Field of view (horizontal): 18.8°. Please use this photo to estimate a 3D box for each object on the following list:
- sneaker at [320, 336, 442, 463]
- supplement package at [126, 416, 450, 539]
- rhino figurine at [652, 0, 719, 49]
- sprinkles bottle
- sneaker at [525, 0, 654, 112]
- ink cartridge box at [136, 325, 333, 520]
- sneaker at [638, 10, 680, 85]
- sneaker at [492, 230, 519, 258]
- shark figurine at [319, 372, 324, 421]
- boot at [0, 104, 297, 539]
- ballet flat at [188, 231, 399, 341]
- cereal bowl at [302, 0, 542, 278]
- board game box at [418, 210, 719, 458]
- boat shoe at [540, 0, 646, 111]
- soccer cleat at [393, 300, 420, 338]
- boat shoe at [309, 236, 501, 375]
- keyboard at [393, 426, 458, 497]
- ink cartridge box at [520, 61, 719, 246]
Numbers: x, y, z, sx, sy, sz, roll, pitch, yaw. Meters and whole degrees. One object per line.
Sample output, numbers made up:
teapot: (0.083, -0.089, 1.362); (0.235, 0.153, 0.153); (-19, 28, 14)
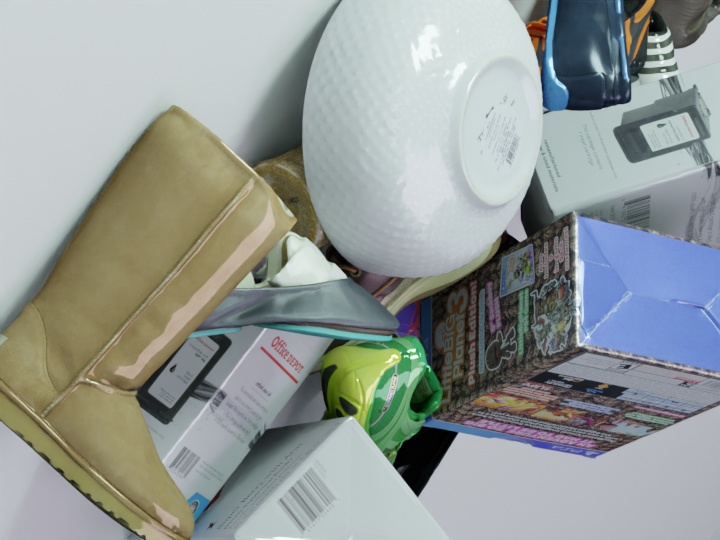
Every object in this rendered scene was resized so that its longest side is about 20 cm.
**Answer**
sneaker: (0.018, 0.104, 1.525); (0.083, 0.074, 0.200); (-18, 159, -9)
supplement package: (-0.053, 0.188, 1.498); (0.121, 0.120, 0.200); (-44, -167, -25)
rhino figurine: (0.255, -0.248, 1.700); (0.087, 0.060, 0.200); (-44, 155, -21)
sprinkles bottle: (0.007, -0.069, 1.427); (0.200, 0.068, 0.069); (-30, 149, -47)
sneaker: (0.140, -0.178, 1.562); (0.199, 0.077, 0.113); (-13, 119, -50)
ink cartridge box: (-0.098, 0.071, 1.417); (0.200, 0.068, 0.116); (-52, 160, -6)
sneaker: (0.211, -0.147, 1.738); (0.200, 0.075, 0.116); (153, -64, -74)
sneaker: (0.069, -0.040, 1.606); (0.080, 0.075, 0.201); (-32, 138, -14)
shark figurine: (-0.023, 0.127, 1.664); (0.127, 0.090, 0.216); (7, 113, -29)
boot: (-0.105, 0.038, 1.235); (0.200, 0.175, 0.066); (-49, -163, -7)
ballet flat: (-0.065, 0.010, 1.312); (0.199, 0.073, 0.073); (0, 130, -25)
cereal bowl: (0.055, -0.092, 1.362); (0.199, 0.083, 0.202); (-12, 106, -52)
board game box: (0.158, 0.050, 1.532); (0.158, 0.098, 0.200); (13, 155, -28)
boat shoe: (0.162, -0.185, 1.471); (0.084, 0.068, 0.201); (90, 8, -63)
soccer cleat: (0.044, 0.050, 1.682); (0.068, 0.073, 0.200); (-50, 159, -10)
boat shoe: (0.000, 0.000, 1.509); (0.199, 0.072, 0.072); (-31, 123, -1)
keyboard: (0.024, 0.179, 1.684); (0.104, 0.040, 0.200); (-20, -160, 39)
ink cartridge box: (0.220, -0.066, 1.569); (0.199, 0.084, 0.146); (-17, 151, -4)
